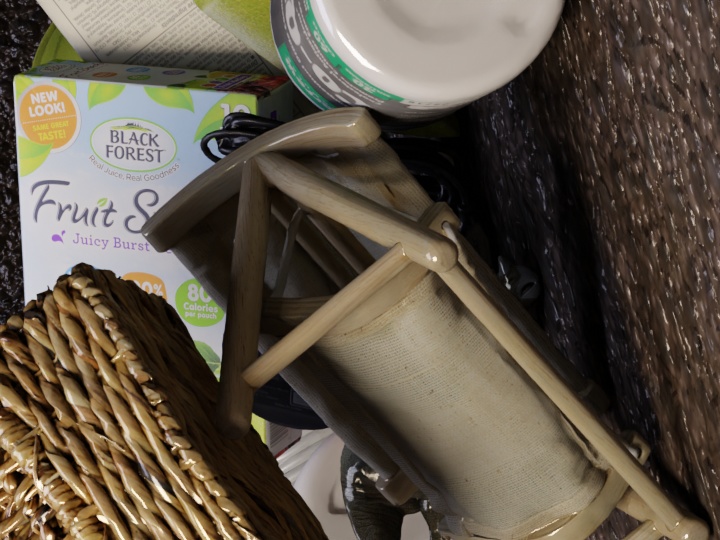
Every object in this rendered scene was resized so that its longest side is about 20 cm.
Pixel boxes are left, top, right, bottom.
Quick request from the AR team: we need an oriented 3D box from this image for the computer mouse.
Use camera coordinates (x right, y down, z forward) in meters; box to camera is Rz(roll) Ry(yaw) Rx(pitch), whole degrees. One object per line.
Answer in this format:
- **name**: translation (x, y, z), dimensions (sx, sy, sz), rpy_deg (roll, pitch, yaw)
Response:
- **computer mouse**: translation (0.000, 0.000, 1.381), dimensions (0.046, 0.140, 0.200), rpy_deg (-69, -18, -46)

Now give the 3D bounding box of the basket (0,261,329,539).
- **basket**: translation (-0.106, 0.118, 1.167), dimensions (0.200, 0.149, 0.143), rpy_deg (55, -174, 13)

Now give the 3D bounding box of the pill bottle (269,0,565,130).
- **pill bottle**: translation (0.019, -0.122, 1.268), dimensions (0.200, 0.113, 0.113), rpy_deg (161, 95, -81)

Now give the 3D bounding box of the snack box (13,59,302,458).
- **snack box**: translation (-0.106, -0.005, 1.481), dimensions (0.053, 0.142, 0.200), rpy_deg (-36, -51, -63)

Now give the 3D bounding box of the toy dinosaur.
- **toy dinosaur**: translation (0.037, 0.086, 1.434), dimensions (0.102, 0.200, 0.077), rpy_deg (38, -179, 1)

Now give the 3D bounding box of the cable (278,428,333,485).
- **cable**: translation (-0.035, 0.116, 1.725), dimensions (0.069, 0.200, 0.200), rpy_deg (63, 179, 12)

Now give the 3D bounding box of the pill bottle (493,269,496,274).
- **pill bottle**: translation (0.005, 0.007, 1.571), dimensions (0.200, 0.109, 0.110), rpy_deg (-135, 32, -73)

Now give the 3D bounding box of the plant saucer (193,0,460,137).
- **plant saucer**: translation (-0.045, -0.167, 1.480), dimensions (0.200, 0.048, 0.200), rpy_deg (35, -154, -47)

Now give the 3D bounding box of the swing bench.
- **swing bench**: translation (0.024, 0.047, 1.247), dimensions (0.199, 0.130, 0.200), rpy_deg (48, -172, -28)

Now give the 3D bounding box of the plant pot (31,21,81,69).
- **plant pot**: translation (-0.094, -0.123, 1.802), dimensions (0.193, 0.200, 0.201), rpy_deg (152, 103, -68)

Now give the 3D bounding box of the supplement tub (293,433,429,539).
- **supplement tub**: translation (0.035, 0.185, 1.561), dimensions (0.200, 0.145, 0.146), rpy_deg (87, 165, -51)

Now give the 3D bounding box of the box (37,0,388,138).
- **box**: translation (-0.083, -0.115, 1.519), dimensions (0.200, 0.095, 0.078), rpy_deg (54, -162, -7)
